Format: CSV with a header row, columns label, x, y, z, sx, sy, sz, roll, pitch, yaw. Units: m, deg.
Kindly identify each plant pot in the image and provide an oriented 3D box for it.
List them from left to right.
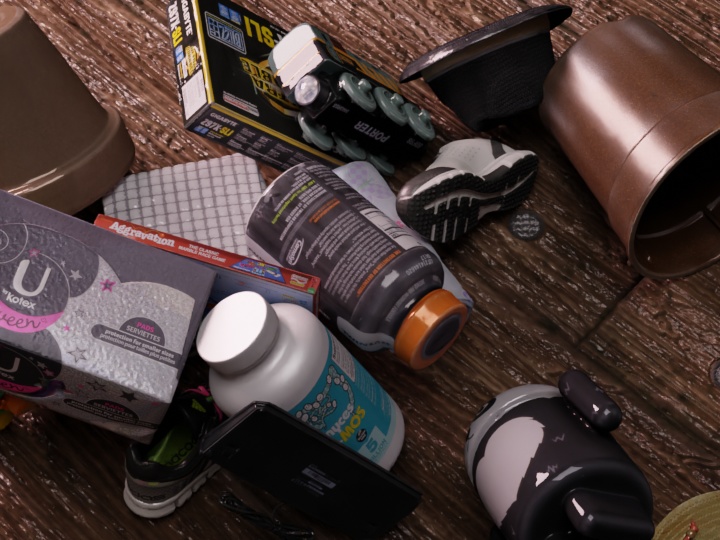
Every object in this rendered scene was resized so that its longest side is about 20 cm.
label,x,y,z,sx,sy,sz,roll,pitch,yaw
plant pot,-0.341,-0.150,1.313,0.200,0.175,0.200,-16,30,10
plant pot,0.285,-0.130,1.320,0.200,0.201,0.198,-26,54,-14

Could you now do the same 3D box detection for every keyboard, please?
label,x,y,z,sx,sy,sz,roll,pitch,yaw
keyboard,-0.053,0.181,1.147,0.127,0.200,0.021,-40,35,22

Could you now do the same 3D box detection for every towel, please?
label,x,y,z,sx,sy,sz,roll,pitch,yaw
towel,-0.156,-0.008,1.314,0.165,0.086,0.200,-10,58,-8

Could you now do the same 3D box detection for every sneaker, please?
label,x,y,z,sx,sy,sz,roll,pitch,yaw
sneaker,-0.137,0.131,1.222,0.074,0.088,0.200,37,66,22
sneaker,0.090,-0.083,1.336,0.080,0.074,0.200,29,30,29

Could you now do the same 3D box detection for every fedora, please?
label,x,y,z,sx,sy,sz,roll,pitch,yaw
fedora,0.140,-0.197,1.392,0.200,0.201,0.092,-24,92,-12

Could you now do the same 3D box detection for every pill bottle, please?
label,x,y,z,sx,sy,sz,roll,pitch,yaw
pill bottle,-0.054,0.102,1.160,0.111,0.200,0.111,-22,43,22
pill bottle,0.000,0.000,1.204,0.106,0.106,0.200,-40,64,-21

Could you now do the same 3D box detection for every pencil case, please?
label,x,y,z,sx,sy,sz,roll,pitch,yaw
pencil case,0.022,-0.012,1.309,0.091,0.083,0.200,-30,62,-11

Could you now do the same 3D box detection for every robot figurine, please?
label,x,y,z,sx,sy,sz,roll,pitch,yaw
robot figurine,0.161,0.177,1.135,0.150,0.125,0.200,-34,31,0

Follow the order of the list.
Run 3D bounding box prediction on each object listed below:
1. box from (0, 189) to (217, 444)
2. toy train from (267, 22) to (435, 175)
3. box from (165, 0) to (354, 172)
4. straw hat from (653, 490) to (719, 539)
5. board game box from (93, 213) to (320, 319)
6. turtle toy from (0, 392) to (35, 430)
label,x,y,z,sx,sy,sz,roll,pitch,yaw
box,-0.239,0.041,1.133,0.199,0.115,0.132,21,60,-8
toy train,-0.006,-0.168,1.355,0.085,0.200,0.114,-40,59,22
box,-0.097,-0.181,1.366,0.049,0.200,0.160,-36,51,30
straw hat,0.315,0.277,1.117,0.200,0.085,0.202,3,59,-5
board game box,-0.132,0.012,1.191,0.199,0.103,0.019,17,58,7
turtle toy,-0.319,0.047,1.236,0.101,0.146,0.200,-1,53,34
